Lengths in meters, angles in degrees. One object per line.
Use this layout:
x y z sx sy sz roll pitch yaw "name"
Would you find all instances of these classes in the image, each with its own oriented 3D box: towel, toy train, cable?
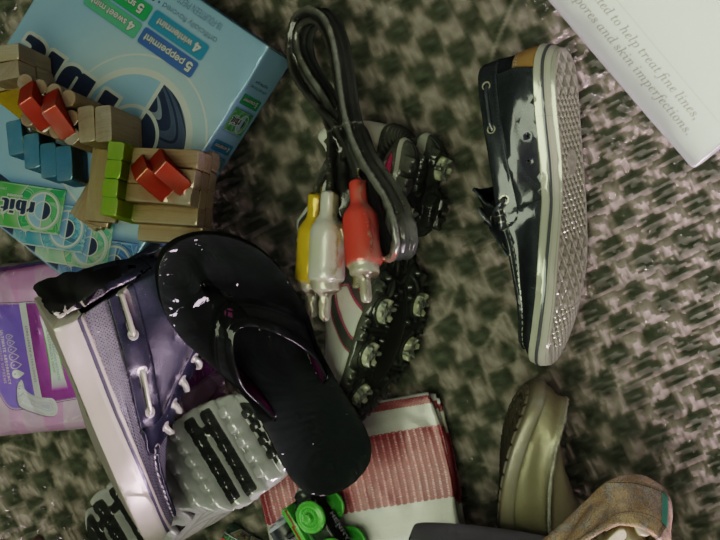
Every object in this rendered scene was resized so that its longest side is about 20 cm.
0.007 0.193 1.176 0.143 0.023 0.202 -11 90 17 "towel"
0.003 0.238 1.150 0.056 0.042 0.201 -36 82 27 "toy train"
-0.015 -0.072 1.064 0.097 0.050 0.202 -15 83 52 "cable"

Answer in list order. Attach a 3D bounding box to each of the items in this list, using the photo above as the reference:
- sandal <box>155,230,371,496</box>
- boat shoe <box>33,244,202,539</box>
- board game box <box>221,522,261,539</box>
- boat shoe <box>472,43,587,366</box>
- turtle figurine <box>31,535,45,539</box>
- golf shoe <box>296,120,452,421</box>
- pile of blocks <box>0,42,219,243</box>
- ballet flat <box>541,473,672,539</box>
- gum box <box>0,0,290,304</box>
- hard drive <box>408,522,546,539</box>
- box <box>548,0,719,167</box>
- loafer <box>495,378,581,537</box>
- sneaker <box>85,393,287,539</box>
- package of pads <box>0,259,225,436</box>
-0.052 0.058 1.061 0.075 0.048 0.201 -37 111 -6 "sandal"
-0.132 0.079 1.096 0.092 0.075 0.202 -25 123 -14 "boat shoe"
-0.029 0.274 1.219 0.199 0.023 0.106 28 106 11 "board game box"
0.106 -0.041 1.084 0.062 0.074 0.202 -1 96 24 "boat shoe"
-0.170 0.247 1.206 0.160 0.201 0.065 27 64 12 "turtle figurine"
0.000 0.000 1.135 0.087 0.077 0.202 18 101 30 "golf shoe"
-0.181 -0.077 1.080 0.199 0.062 0.083 31 94 19 "pile of blocks"
0.108 0.201 1.012 0.068 0.067 0.200 35 107 -16 "ballet flat"
-0.168 -0.102 1.135 0.169 0.045 0.201 36 96 19 "gum box"
0.109 0.228 1.088 0.198 0.042 0.136 13 119 -8 "hard drive"
0.211 -0.203 0.982 0.200 0.131 0.199 -41 86 21 "box"
0.122 0.163 1.121 0.067 0.076 0.202 5 116 4 "loafer"
-0.103 0.138 1.173 0.199 0.081 0.076 -34 77 32 "sneaker"
-0.201 0.050 1.200 0.198 0.076 0.122 -7 97 19 "package of pads"
